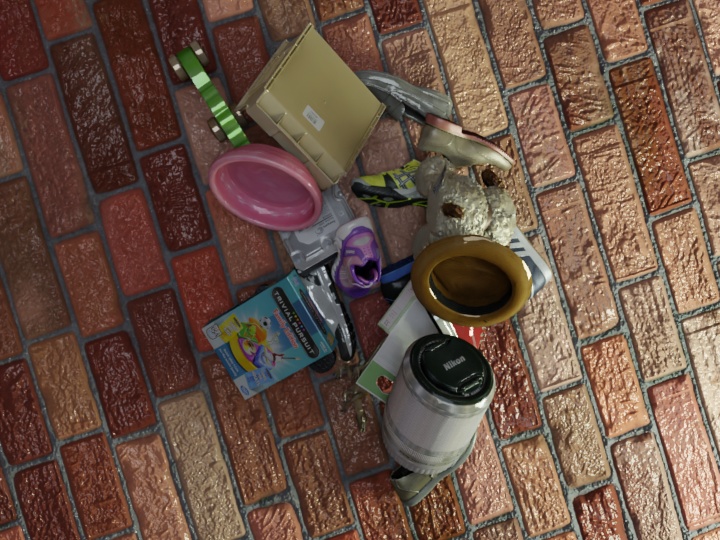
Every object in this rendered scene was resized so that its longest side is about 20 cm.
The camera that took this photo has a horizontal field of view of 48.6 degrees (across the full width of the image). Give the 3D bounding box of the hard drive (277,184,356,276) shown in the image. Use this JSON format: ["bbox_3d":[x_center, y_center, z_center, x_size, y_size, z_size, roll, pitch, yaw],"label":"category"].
[{"bbox_3d":[-0.092,-0.109,1.426,0.137,0.038,0.203,-27,74,0],"label":"hard drive"}]

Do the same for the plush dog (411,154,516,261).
[{"bbox_3d":[0.191,-0.095,1.358,0.168,0.160,0.206,3,88,-25],"label":"plush dog"}]

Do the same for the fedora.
[{"bbox_3d":[0.178,0.001,1.286,0.195,0.083,0.204,4,131,4],"label":"fedora"}]

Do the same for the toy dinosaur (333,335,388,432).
[{"bbox_3d":[0.005,0.188,1.438,0.057,0.100,0.205,23,98,37],"label":"toy dinosaur"}]

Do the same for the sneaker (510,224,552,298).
[{"bbox_3d":[0.250,-0.024,1.438,0.200,0.070,0.109,47,71,-5],"label":"sneaker"}]

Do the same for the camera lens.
[{"bbox_3d":[0.126,0.220,1.333,0.156,0.162,0.203,17,130,-2],"label":"camera lens"}]

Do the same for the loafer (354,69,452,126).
[{"bbox_3d":[0.070,-0.306,1.442,0.195,0.070,0.072,17,82,-2],"label":"loafer"}]

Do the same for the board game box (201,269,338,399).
[{"bbox_3d":[-0.161,0.115,1.409,0.197,0.047,0.153,-30,98,20],"label":"board game box"}]

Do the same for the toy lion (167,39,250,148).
[{"bbox_3d":[-0.245,-0.282,1.358,0.068,0.192,0.202,-32,114,-2],"label":"toy lion"}]

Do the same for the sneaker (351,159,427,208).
[{"bbox_3d":[0.078,-0.159,1.450,0.194,0.075,0.079,2,79,-10],"label":"sneaker"}]

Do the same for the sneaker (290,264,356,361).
[{"bbox_3d":[-0.067,0.073,1.446,0.078,0.074,0.204,-23,83,3],"label":"sneaker"}]

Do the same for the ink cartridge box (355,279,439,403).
[{"bbox_3d":[0.081,0.136,1.419,0.201,0.048,0.145,-52,131,0],"label":"ink cartridge box"}]

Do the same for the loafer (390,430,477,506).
[{"bbox_3d":[0.131,0.336,1.442,0.070,0.075,0.200,43,89,-17],"label":"loafer"}]

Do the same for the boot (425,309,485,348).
[{"bbox_3d":[0.212,0.098,1.404,0.143,0.073,0.202,-33,124,-5],"label":"boot"}]

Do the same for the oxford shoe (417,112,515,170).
[{"bbox_3d":[0.189,-0.214,1.440,0.196,0.071,0.076,21,102,-20],"label":"oxford shoe"}]

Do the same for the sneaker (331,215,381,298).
[{"bbox_3d":[0.000,0.000,1.380,0.079,0.202,0.089,-23,61,-15],"label":"sneaker"}]

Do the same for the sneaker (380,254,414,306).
[{"bbox_3d":[0.129,0.004,1.453,0.196,0.070,0.079,-23,104,-1],"label":"sneaker"}]

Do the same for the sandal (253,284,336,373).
[{"bbox_3d":[-0.122,0.105,1.453,0.075,0.045,0.200,-39,103,20],"label":"sandal"}]

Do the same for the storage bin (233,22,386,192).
[{"bbox_3d":[-0.083,-0.270,1.352,0.200,0.093,0.201,44,57,-23],"label":"storage bin"}]

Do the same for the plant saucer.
[{"bbox_3d":[-0.153,-0.142,1.325,0.196,0.202,0.052,17,61,-2],"label":"plant saucer"}]
